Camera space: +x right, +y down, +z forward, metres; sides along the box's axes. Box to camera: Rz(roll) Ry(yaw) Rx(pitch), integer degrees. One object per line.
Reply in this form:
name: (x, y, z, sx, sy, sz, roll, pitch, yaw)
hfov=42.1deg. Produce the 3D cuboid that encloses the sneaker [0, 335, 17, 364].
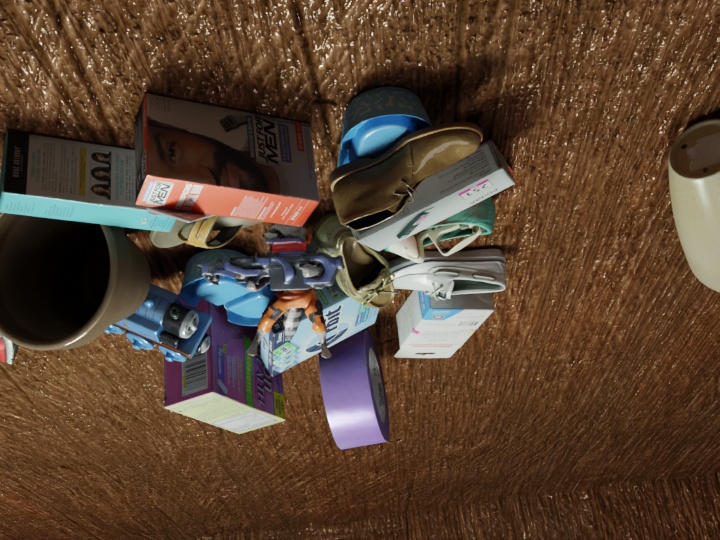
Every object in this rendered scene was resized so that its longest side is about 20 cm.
sneaker: (-0.558, 0.072, 1.404, 0.084, 0.078, 0.201, 7, 146, -3)

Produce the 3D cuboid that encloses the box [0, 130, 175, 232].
box: (-0.314, -0.101, 1.091, 0.198, 0.083, 0.049, 7, 151, -25)

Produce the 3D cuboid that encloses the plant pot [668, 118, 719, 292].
plant pot: (0.483, -0.099, 1.218, 0.186, 0.189, 0.200, -22, 136, 28)

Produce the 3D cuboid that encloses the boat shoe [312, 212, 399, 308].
boat shoe: (0.000, 0.000, 1.334, 0.073, 0.063, 0.200, -47, 135, -4)

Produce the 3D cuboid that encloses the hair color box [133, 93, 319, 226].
hair color box: (-0.151, -0.122, 1.057, 0.198, 0.112, 0.064, 5, 150, -25)

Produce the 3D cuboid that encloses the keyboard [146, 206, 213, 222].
keyboard: (-0.182, -0.078, 1.111, 0.056, 0.011, 0.200, 11, -167, 15)

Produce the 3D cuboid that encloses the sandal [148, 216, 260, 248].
sandal: (-0.189, -0.059, 1.236, 0.198, 0.055, 0.080, -11, 153, 8)

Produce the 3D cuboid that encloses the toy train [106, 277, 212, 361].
toy train: (-0.309, 0.062, 1.344, 0.198, 0.087, 0.115, 22, 156, 10)

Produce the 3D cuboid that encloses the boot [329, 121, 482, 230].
boot: (0.056, -0.105, 1.074, 0.199, 0.076, 0.073, -23, 148, 27)

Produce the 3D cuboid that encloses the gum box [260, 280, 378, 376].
gum box: (-0.060, 0.074, 1.462, 0.199, 0.045, 0.170, -27, 159, -18)

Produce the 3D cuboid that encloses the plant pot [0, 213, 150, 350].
plant pot: (-0.360, 0.003, 1.202, 0.198, 0.202, 0.175, -13, 172, 12)

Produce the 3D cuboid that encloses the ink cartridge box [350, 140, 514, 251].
ink cartridge box: (0.100, -0.084, 1.187, 0.199, 0.044, 0.173, -26, 165, 15)

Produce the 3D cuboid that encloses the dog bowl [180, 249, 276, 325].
dog bowl: (-0.182, 0.025, 1.396, 0.111, 0.050, 0.199, -22, 151, 28)

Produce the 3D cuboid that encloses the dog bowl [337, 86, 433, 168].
dog bowl: (0.025, -0.146, 1.124, 0.110, 0.050, 0.201, -3, 153, -8)

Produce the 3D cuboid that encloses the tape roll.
tape roll: (-0.009, 0.209, 1.652, 0.084, 0.202, 0.200, -10, 154, 7)

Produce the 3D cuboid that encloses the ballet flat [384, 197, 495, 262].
ballet flat: (0.095, -0.050, 1.308, 0.198, 0.071, 0.067, -17, 155, 21)

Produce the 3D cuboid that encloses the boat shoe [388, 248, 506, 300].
boat shoe: (0.129, 0.011, 1.442, 0.198, 0.067, 0.074, -9, 153, 4)

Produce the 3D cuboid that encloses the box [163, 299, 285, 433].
box: (-0.218, 0.149, 1.505, 0.096, 0.178, 0.200, -18, 151, 23)

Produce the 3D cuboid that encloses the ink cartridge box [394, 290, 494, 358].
ink cartridge box: (0.132, 0.080, 1.578, 0.114, 0.068, 0.200, 2, 152, -17)

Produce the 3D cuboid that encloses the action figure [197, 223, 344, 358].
action figure: (-0.119, 0.018, 1.289, 0.198, 0.196, 0.105, 6, -166, 4)
